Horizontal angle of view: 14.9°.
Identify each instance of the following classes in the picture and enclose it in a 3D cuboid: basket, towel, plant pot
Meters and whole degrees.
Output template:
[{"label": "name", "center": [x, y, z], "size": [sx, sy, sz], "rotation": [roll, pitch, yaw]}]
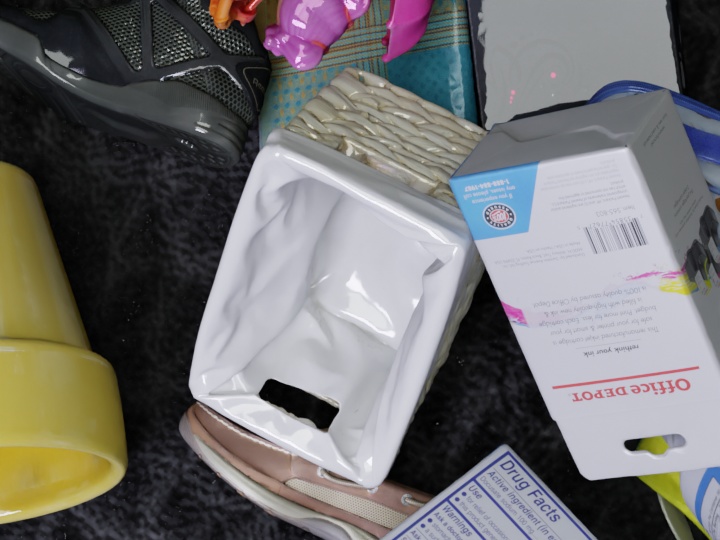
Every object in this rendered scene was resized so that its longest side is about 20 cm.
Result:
[{"label": "basket", "center": [0.000, 0.000, 1.604], "size": [0.135, 0.123, 0.201], "rotation": [27, 130, 9]}, {"label": "towel", "center": [-0.001, -0.156, 1.678], "size": [0.146, 0.022, 0.201], "rotation": [-5, 88, 26]}, {"label": "plant pot", "center": [-0.249, 0.042, 1.653], "size": [0.200, 0.201, 0.190], "rotation": [-12, 72, 7]}]

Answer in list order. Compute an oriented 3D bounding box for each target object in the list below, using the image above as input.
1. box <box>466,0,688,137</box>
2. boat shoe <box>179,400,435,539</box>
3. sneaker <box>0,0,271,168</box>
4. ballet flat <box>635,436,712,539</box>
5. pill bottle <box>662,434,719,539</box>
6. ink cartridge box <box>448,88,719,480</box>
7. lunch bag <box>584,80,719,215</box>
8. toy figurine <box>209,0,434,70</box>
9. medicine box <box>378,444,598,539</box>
[{"label": "box", "center": [0.124, -0.181, 1.637], "size": [0.121, 0.106, 0.201], "rotation": [-8, 89, 9]}, {"label": "boat shoe", "center": [-0.015, 0.127, 1.676], "size": [0.199, 0.076, 0.072], "rotation": [30, 90, -2]}, {"label": "sneaker", "center": [-0.140, -0.144, 1.694], "size": [0.198, 0.076, 0.115], "rotation": [18, 70, 23]}, {"label": "ballet flat", "center": [0.236, 0.169, 1.649], "size": [0.067, 0.067, 0.200], "rotation": [-44, 81, 26]}, {"label": "pill bottle", "center": [0.248, 0.126, 1.538], "size": [0.112, 0.112, 0.200], "rotation": [-40, 52, 6]}, {"label": "ink cartridge box", "center": [0.144, 0.011, 1.512], "size": [0.115, 0.068, 0.201], "rotation": [-9, 116, 34]}, {"label": "lunch bag", "center": [0.201, -0.025, 1.589], "size": [0.199, 0.160, 0.076], "rotation": [21, 52, -10]}, {"label": "toy figurine", "center": [-0.041, -0.190, 1.604], "size": [0.200, 0.150, 0.184], "rotation": [-44, 78, -7]}, {"label": "medicine box", "center": [0.065, 0.234, 1.546], "size": [0.200, 0.103, 0.182], "rotation": [-35, 71, -27]}]
